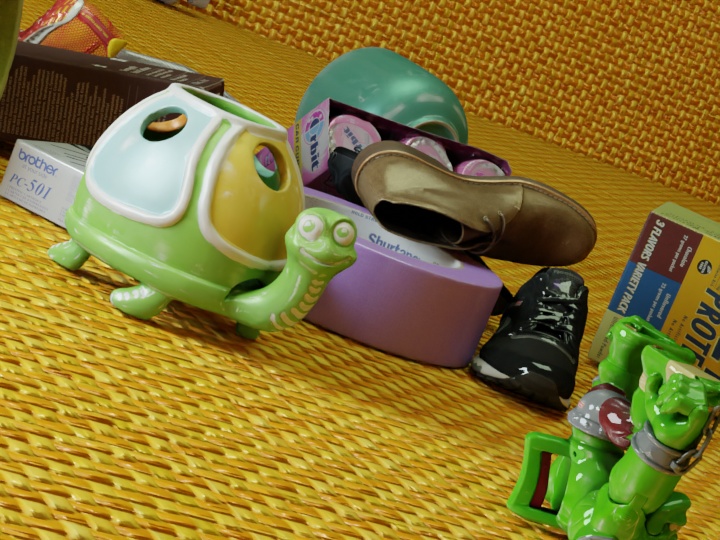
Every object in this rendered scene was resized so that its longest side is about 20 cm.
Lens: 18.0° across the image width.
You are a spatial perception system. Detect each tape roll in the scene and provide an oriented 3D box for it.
[{"bbox_3d":[0.000,0.000,1.652,0.199,0.066,0.200,23,9,-4],"label":"tape roll"}]

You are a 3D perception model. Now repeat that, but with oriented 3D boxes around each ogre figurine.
[{"bbox_3d":[0.143,0.095,1.251,0.098,0.120,0.200,23,9,-26],"label":"ogre figurine"}]

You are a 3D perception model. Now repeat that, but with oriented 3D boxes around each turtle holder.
[{"bbox_3d":[-0.097,-0.035,1.394,0.141,0.132,0.185,19,9,-25],"label":"turtle holder"}]

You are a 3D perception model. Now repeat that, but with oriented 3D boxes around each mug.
[{"bbox_3d":[0.039,-0.121,2.196,0.185,0.153,0.114,15,14,-42],"label":"mug"}]

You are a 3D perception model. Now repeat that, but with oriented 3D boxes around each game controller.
[{"bbox_3d":[0.050,-0.030,1.811,0.104,0.042,0.200,17,-20,40],"label":"game controller"}]

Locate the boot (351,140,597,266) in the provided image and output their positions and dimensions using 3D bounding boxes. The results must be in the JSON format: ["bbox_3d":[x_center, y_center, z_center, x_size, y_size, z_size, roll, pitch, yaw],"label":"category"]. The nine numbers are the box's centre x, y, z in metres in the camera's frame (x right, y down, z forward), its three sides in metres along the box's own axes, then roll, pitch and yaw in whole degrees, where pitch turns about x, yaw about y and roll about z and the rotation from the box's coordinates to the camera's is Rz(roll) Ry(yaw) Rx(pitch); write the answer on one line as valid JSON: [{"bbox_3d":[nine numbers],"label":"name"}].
[{"bbox_3d":[0.089,-0.032,1.690,0.199,0.074,0.076,15,29,-20],"label":"boot"}]

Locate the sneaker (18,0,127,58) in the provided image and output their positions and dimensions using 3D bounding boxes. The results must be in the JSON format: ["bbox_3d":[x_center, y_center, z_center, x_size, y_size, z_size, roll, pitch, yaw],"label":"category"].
[{"bbox_3d":[-0.260,-0.164,1.867,0.077,0.073,0.200,45,-28,-17],"label":"sneaker"}]

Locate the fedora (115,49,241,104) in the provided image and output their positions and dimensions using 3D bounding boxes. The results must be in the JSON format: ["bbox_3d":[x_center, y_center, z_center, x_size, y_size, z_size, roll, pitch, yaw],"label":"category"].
[{"bbox_3d":[-0.172,-0.130,1.913,0.199,0.091,0.177,26,9,24],"label":"fedora"}]

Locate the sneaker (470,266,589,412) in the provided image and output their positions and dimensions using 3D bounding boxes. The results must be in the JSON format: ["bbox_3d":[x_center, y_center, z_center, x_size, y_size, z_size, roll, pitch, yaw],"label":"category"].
[{"bbox_3d":[0.129,0.040,1.651,0.075,0.088,0.200,22,9,-2],"label":"sneaker"}]

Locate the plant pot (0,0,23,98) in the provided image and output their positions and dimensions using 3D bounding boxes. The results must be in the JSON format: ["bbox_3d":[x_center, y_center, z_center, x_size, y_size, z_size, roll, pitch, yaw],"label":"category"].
[{"bbox_3d":[-0.352,-0.186,1.566,0.183,0.201,0.200,13,7,10],"label":"plant pot"}]

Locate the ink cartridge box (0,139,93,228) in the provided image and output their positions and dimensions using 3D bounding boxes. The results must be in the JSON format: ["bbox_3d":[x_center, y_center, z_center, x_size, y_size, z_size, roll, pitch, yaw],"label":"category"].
[{"bbox_3d":[-0.139,-0.031,1.553,0.199,0.044,0.094,26,11,22],"label":"ink cartridge box"}]

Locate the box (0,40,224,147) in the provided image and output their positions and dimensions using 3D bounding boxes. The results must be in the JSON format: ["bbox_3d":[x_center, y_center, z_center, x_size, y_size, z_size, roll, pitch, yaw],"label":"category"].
[{"bbox_3d":[-0.211,-0.128,1.745,0.199,0.075,0.100,9,10,4],"label":"box"}]

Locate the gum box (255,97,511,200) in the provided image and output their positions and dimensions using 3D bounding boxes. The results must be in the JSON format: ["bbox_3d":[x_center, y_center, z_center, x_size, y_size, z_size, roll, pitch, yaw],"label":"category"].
[{"bbox_3d":[0.022,-0.066,1.909,0.199,0.066,0.113,17,-33,-32],"label":"gum box"}]

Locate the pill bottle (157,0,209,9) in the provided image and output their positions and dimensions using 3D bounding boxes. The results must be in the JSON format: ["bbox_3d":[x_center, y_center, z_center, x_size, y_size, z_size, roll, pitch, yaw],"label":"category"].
[{"bbox_3d":[-0.330,-0.494,3.666,0.199,0.112,0.111,20,9,-15],"label":"pill bottle"}]

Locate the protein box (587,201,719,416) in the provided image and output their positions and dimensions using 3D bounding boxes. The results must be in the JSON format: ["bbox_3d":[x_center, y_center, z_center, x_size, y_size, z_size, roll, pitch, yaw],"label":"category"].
[{"bbox_3d":[0.317,0.044,1.944,0.198,0.135,0.200,24,8,9],"label":"protein box"}]
